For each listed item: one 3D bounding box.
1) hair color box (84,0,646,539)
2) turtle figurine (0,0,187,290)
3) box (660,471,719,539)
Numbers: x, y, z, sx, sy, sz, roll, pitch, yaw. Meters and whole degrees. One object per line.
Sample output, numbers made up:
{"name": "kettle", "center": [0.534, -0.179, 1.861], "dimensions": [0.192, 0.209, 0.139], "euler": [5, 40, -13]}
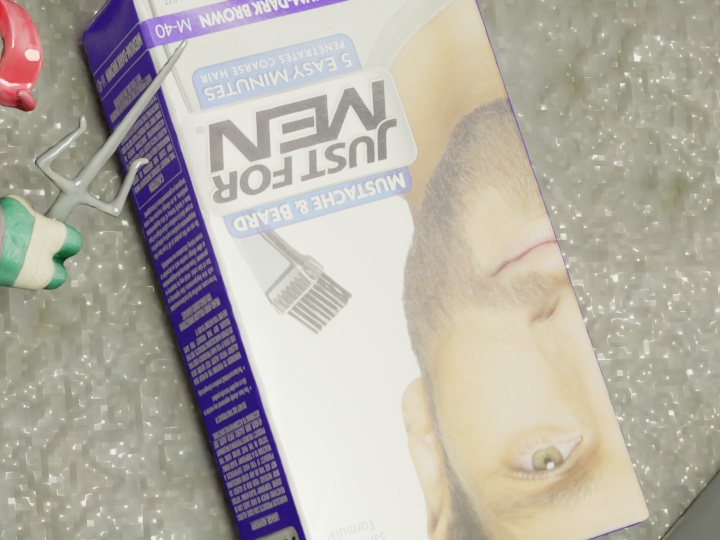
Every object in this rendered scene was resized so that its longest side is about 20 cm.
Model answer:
{"name": "hair color box", "center": [0.000, 0.000, 0.766], "dimensions": [0.109, 0.065, 0.200], "euler": [-16, 85, -23]}
{"name": "turtle figurine", "center": [-0.158, -0.044, 0.694], "dimensions": [0.200, 0.101, 0.150], "euler": [-38, 74, -3]}
{"name": "box", "center": [0.213, 0.115, 0.802], "dimensions": [0.200, 0.106, 0.152], "euler": [48, 66, -4]}
